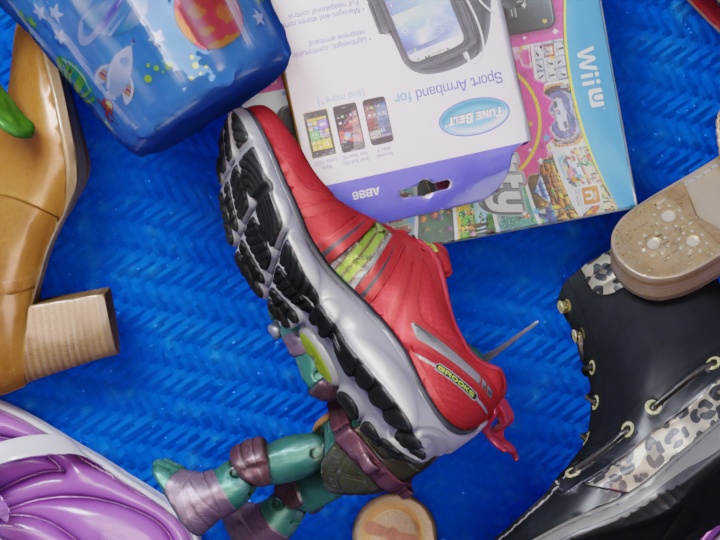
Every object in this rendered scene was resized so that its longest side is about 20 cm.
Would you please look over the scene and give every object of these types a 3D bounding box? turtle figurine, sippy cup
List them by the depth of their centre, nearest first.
[{"bbox_3d":[-0.105,-0.133,1.111,0.140,0.178,0.130,-29,87,-38],"label":"sippy cup"},{"bbox_3d":[-0.002,0.074,1.174,0.200,0.101,0.150,-35,130,10],"label":"turtle figurine"}]

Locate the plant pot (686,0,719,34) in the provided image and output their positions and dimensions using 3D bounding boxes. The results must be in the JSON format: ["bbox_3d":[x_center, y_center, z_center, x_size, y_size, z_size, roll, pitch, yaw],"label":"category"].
[{"bbox_3d":[0.233,-0.212,1.158,0.182,0.200,0.200,-43,94,5],"label":"plant pot"}]

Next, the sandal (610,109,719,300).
[{"bbox_3d":[0.218,-0.067,1.186,0.212,0.070,0.078,-36,60,-20],"label":"sandal"}]

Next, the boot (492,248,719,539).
[{"bbox_3d":[0.131,0.081,1.198,0.203,0.154,0.073,-34,137,14],"label":"boot"}]

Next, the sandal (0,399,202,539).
[{"bbox_3d":[-0.179,0.119,1.207,0.202,0.050,0.083,19,90,-5],"label":"sandal"}]

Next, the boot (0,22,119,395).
[{"bbox_3d":[-0.214,-0.032,1.191,0.144,0.071,0.202,-10,90,0],"label":"boot"}]

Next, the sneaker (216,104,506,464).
[{"bbox_3d":[0.000,0.000,1.117,0.085,0.077,0.200,-31,84,-26],"label":"sneaker"}]

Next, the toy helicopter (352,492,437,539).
[{"bbox_3d":[0.076,0.196,1.221,0.132,0.079,0.200,-41,82,4],"label":"toy helicopter"}]

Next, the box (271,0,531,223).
[{"bbox_3d":[0.013,-0.127,1.159,0.119,0.041,0.200,-12,93,-3],"label":"box"}]

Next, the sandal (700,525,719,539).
[{"bbox_3d":[0.208,0.091,1.229,0.082,0.050,0.203,33,89,-5],"label":"sandal"}]

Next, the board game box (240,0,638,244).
[{"bbox_3d":[0.035,-0.088,1.211,0.200,0.064,0.148,-11,93,-5],"label":"board game box"}]
